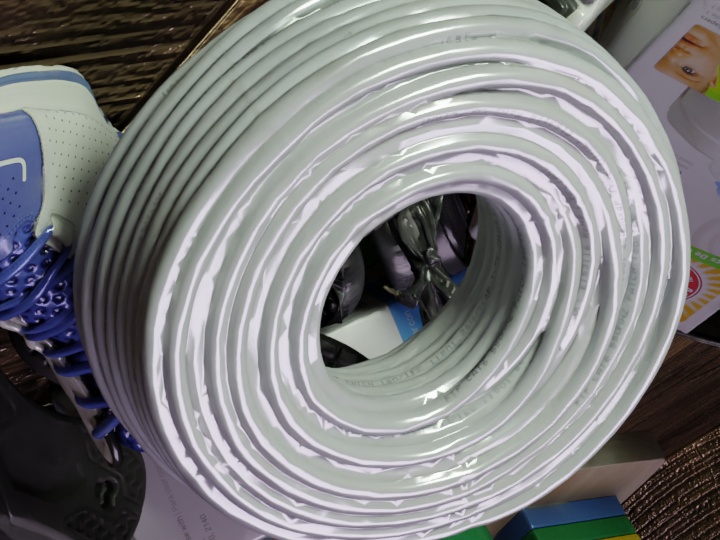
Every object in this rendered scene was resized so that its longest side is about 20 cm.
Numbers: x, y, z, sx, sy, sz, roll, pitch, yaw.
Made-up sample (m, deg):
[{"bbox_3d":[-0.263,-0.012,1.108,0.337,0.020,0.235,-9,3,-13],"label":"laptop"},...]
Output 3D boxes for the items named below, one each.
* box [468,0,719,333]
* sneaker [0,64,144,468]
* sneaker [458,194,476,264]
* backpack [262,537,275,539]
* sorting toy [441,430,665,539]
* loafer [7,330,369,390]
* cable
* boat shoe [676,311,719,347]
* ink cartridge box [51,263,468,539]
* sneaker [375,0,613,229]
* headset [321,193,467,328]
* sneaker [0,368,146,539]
[{"bbox_3d":[0.139,-0.073,0.740,0.200,0.112,0.101,-48,-159,57],"label":"box"},{"bbox_3d":[-0.090,0.005,0.649,0.081,0.115,0.199,-32,166,13],"label":"sneaker"},{"bbox_3d":[0.080,-0.025,0.960,0.090,0.067,0.200,-21,160,-14],"label":"sneaker"},{"bbox_3d":[0.009,0.118,1.108,0.200,0.178,0.151,-22,-175,-9],"label":"backpack"},{"bbox_3d":[0.040,0.172,0.959,0.199,0.070,0.200,-2,144,-40],"label":"sorting toy"},{"bbox_3d":[-0.060,0.049,0.819,0.073,0.200,0.071,-63,-165,-11],"label":"loafer"},{"bbox_3d":[0.011,0.003,0.614,0.200,0.069,0.200,-32,128,-8],"label":"cable"},{"bbox_3d":[0.160,-0.003,1.035,0.200,0.064,0.071,16,136,-17],"label":"boat shoe"},{"bbox_3d":[-0.041,0.068,0.944,0.200,0.086,0.146,-23,-169,-14],"label":"ink cartridge box"},{"bbox_3d":[0.025,-0.071,0.703,0.200,0.075,0.081,-35,174,31],"label":"sneaker"},{"bbox_3d":[0.000,0.000,0.854,0.123,0.094,0.200,-24,178,-18],"label":"headset"},{"bbox_3d":[-0.184,0.066,0.768,0.114,0.076,0.199,0,159,28],"label":"sneaker"}]
